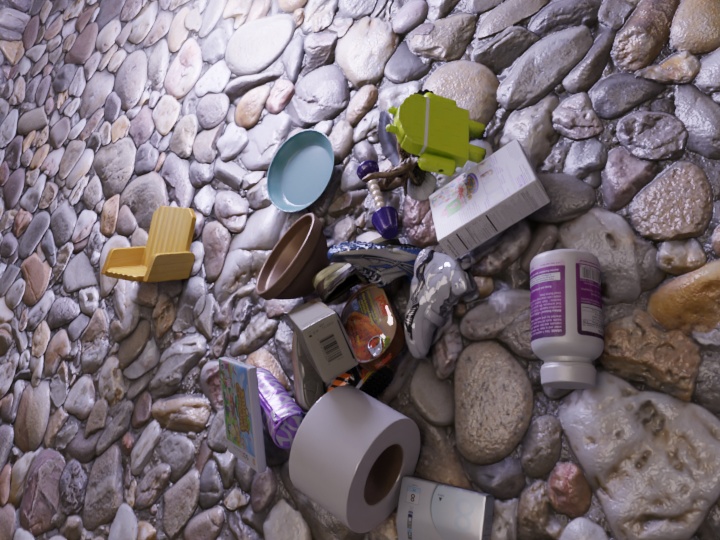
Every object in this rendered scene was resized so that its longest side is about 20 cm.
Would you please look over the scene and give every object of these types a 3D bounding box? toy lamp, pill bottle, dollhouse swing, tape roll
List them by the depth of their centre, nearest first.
[{"bbox_3d":[0.324,0.079,0.982,0.110,0.112,0.205,-6,70,32],"label":"pill bottle"},{"bbox_3d":[-0.008,0.319,1.072,0.137,0.202,0.207,21,86,36],"label":"tape roll"},{"bbox_3d":[0.035,-0.143,1.260,0.058,0.058,0.202,-36,44,18],"label":"toy lamp"},{"bbox_3d":[-0.538,-0.073,1.593,0.196,0.180,0.181,8,99,36],"label":"dollhouse swing"}]

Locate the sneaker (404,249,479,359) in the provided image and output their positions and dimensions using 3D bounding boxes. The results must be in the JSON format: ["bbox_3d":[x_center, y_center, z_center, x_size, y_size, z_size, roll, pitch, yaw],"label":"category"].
[{"bbox_3d":[0.148,0.062,1.130,0.113,0.075,0.205,2,77,33],"label":"sneaker"}]

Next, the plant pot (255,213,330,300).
[{"bbox_3d":[-0.127,-0.011,1.307,0.201,0.092,0.202,-45,22,24],"label":"plant pot"}]

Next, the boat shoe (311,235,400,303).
[{"bbox_3d":[0.000,0.000,1.244,0.197,0.073,0.066,-31,66,5],"label":"boat shoe"}]

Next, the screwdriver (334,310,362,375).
[{"bbox_3d":[-0.032,0.143,1.215,0.029,0.028,0.201,-31,36,5],"label":"screwdriver"}]

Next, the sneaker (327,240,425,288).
[{"bbox_3d":[0.032,-0.007,1.174,0.077,0.195,0.088,-151,66,-69],"label":"sneaker"}]

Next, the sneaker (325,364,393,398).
[{"bbox_3d":[-0.024,0.224,1.206,0.199,0.070,0.091,-42,41,15],"label":"sneaker"}]

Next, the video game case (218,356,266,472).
[{"bbox_3d":[-0.243,0.287,1.266,0.181,0.022,0.206,-1,94,59],"label":"video game case"}]

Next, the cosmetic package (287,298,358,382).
[{"bbox_3d":[-0.073,0.122,1.147,0.070,0.200,0.107,-26,101,-10],"label":"cosmetic package"}]

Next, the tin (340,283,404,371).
[{"bbox_3d":[0.022,0.105,1.180,0.112,0.042,0.201,-41,32,15],"label":"tin"}]

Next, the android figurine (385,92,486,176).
[{"bbox_3d":[0.143,-0.264,1.181,0.041,0.195,0.186,120,158,-58],"label":"android figurine"}]

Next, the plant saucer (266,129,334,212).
[{"bbox_3d":[-0.132,-0.225,1.442,0.196,0.036,0.205,-11,69,31],"label":"plant saucer"}]

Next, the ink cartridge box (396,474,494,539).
[{"bbox_3d":[0.129,0.458,1.026,0.157,0.047,0.205,1,73,34],"label":"ink cartridge box"}]

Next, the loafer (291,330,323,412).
[{"bbox_3d":[-0.116,0.186,1.274,0.062,0.071,0.205,-24,63,48],"label":"loafer"}]

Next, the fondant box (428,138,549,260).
[{"bbox_3d":[0.224,-0.128,1.121,0.198,0.058,0.146,-31,34,21],"label":"fondant box"}]

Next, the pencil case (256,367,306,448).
[{"bbox_3d":[-0.178,0.273,1.250,0.199,0.085,0.085,33,95,52],"label":"pencil case"}]

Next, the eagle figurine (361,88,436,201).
[{"bbox_3d":[0.097,-0.257,1.261,0.148,0.153,0.202,17,44,-2],"label":"eagle figurine"}]
